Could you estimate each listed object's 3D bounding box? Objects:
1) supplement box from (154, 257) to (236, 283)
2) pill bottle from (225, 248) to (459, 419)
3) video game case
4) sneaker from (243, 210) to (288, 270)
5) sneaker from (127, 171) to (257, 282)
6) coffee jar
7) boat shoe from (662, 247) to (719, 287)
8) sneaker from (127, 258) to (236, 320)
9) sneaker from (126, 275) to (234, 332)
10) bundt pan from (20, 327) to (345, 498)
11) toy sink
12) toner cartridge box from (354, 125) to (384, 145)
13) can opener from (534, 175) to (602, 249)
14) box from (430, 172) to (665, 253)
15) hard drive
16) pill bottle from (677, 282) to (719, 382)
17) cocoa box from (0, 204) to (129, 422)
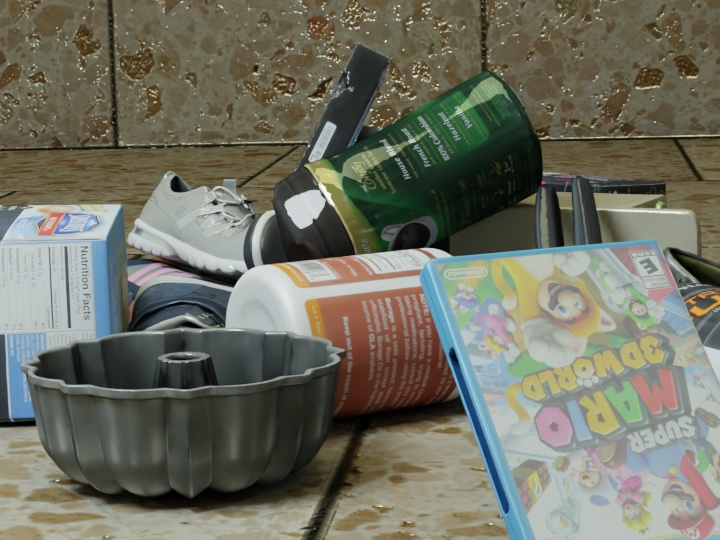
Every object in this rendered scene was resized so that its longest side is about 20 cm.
[{"bbox_3d":[-0.083,0.021,1.715,0.199,0.069,0.066,7,14,33],"label":"supplement box"},{"bbox_3d":[0.015,0.044,1.397,0.199,0.113,0.112,-6,10,-30],"label":"pill bottle"},{"bbox_3d":[0.125,0.074,1.025,0.142,0.201,0.018,-5,-33,-22],"label":"video game case"},{"bbox_3d":[0.000,0.000,1.569,0.199,0.072,0.083,26,-29,-35],"label":"sneaker"},{"bbox_3d":[-0.113,-0.037,1.654,0.199,0.082,0.075,16,-3,36],"label":"sneaker"},{"bbox_3d":[0.032,-0.060,1.465,0.199,0.086,0.104,-28,-27,-10],"label":"coffee jar"},{"bbox_3d":[0.285,0.041,1.356,0.200,0.066,0.072,22,33,20],"label":"boat shoe"},{"bbox_3d":[-0.178,0.029,1.661,0.199,0.071,0.082,5,7,42],"label":"sneaker"},{"bbox_3d":[-0.075,0.055,1.466,0.201,0.077,0.146,3,13,0],"label":"sneaker"},{"bbox_3d":[-0.107,0.089,1.233,0.200,0.076,0.202,-2,9,0],"label":"bundt pan"},{"bbox_3d":[0.180,0.009,1.540,0.199,0.131,0.112,2,9,26],"label":"toy sink"},{"bbox_3d":[0.021,-0.068,1.672,0.043,0.095,0.200,23,1,-12],"label":"toner cartridge box"},{"bbox_3d":[0.149,0.016,1.401,0.063,0.079,0.201,-2,53,14],"label":"can opener"},{"bbox_3d":[0.149,-0.017,1.701,0.199,0.133,0.114,6,8,40],"label":"box"},{"bbox_3d":[-0.032,-0.102,1.752,0.038,0.140,0.200,26,-19,-3],"label":"hard drive"},{"bbox_3d":[0.225,0.065,1.239,0.106,0.107,0.200,-5,9,-24],"label":"pill bottle"},{"bbox_3d":[-0.241,0.027,1.471,0.130,0.134,0.200,-2,9,-3],"label":"cocoa box"}]
